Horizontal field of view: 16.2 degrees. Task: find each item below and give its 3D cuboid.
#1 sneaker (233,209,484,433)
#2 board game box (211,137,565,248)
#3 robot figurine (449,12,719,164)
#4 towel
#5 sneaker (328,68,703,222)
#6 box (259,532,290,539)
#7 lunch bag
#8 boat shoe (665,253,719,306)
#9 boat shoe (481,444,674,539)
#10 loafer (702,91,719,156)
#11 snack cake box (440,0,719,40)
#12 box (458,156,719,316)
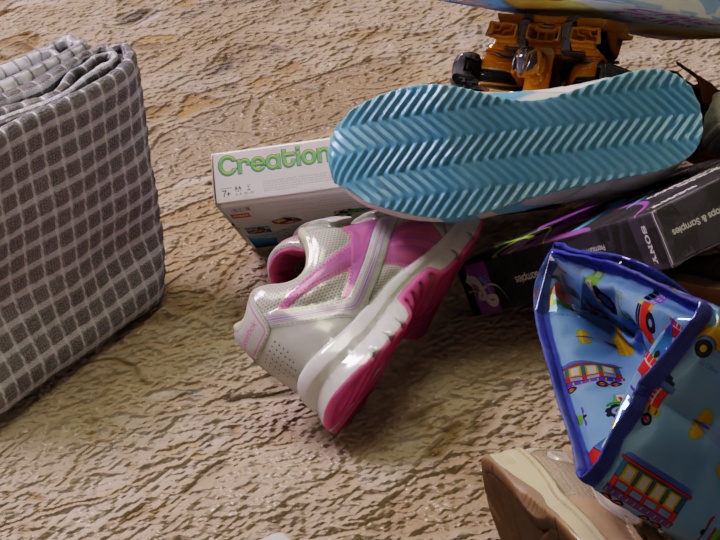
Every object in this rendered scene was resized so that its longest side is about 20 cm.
[{"bbox_3d":[0.000,0.000,1.367,0.088,0.082,0.200,33,36,7],"label":"sneaker"},{"bbox_3d":[0.020,-0.053,1.487,0.199,0.035,0.126,-7,-11,5],"label":"board game box"},{"bbox_3d":[0.141,-0.106,1.494,0.145,0.058,0.200,7,-8,32],"label":"robot figurine"},{"bbox_3d":[-0.193,-0.023,1.430,0.085,0.166,0.200,15,34,31],"label":"towel"},{"bbox_3d":[0.082,-0.061,1.367,0.199,0.077,0.081,-4,-10,-1],"label":"sneaker"},{"bbox_3d":[-0.057,0.219,0.906,0.198,0.131,0.200,-20,27,-22],"label":"box"},{"bbox_3d":[0.157,0.061,1.147,0.150,0.094,0.200,31,8,-17],"label":"lunch bag"},{"bbox_3d":[0.224,0.030,1.269,0.070,0.071,0.200,-18,25,-26],"label":"boat shoe"},{"bbox_3d":[0.114,0.122,1.116,0.064,0.072,0.200,-16,24,-12],"label":"boat shoe"},{"bbox_3d":[0.238,-0.100,1.461,0.070,0.070,0.200,0,2,17],"label":"loafer"},{"bbox_3d":[0.145,-0.177,1.446,0.199,0.068,0.115,6,0,-37],"label":"snack cake box"},{"bbox_3d":[0.160,-0.028,1.368,0.143,0.036,0.200,-25,5,-29],"label":"box"}]
